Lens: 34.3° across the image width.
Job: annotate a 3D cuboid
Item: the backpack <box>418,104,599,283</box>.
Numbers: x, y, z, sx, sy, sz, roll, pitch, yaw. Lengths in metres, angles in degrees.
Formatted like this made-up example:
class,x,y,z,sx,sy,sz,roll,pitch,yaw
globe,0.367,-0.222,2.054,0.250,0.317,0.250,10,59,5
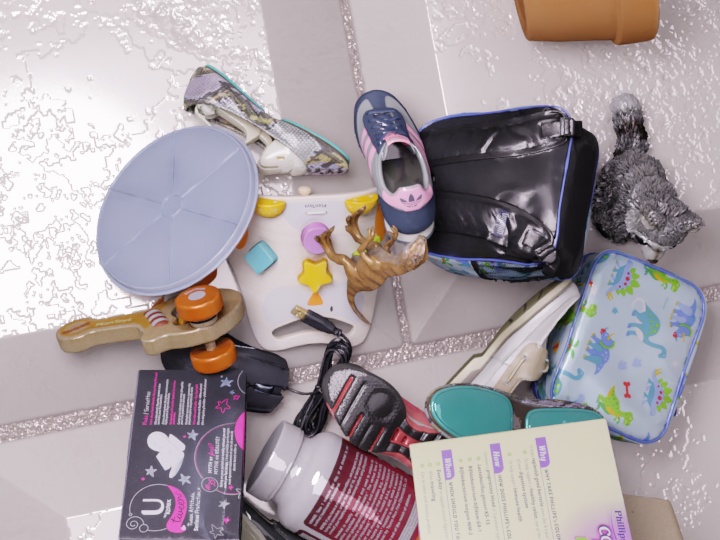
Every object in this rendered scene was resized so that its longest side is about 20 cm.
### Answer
class,x,y,z,sx,sy,sz,roll,pitch,yaw
backpack,0.151,-0.075,1.266,0.199,0.147,0.184,3,77,31

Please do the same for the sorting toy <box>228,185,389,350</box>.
class,x,y,z,sx,sy,sz,roll,pitch,yaw
sorting toy,-0.053,-0.002,1.275,0.199,0.107,0.181,-4,106,-11

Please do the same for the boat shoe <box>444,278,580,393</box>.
class,x,y,z,sx,sy,sz,roll,pitch,yaw
boat shoe,0.176,0.092,1.292,0.068,0.075,0.200,44,104,3

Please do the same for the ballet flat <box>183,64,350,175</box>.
class,x,y,z,sx,sy,sz,roll,pitch,yaw
ballet flat,-0.109,-0.144,1.273,0.200,0.072,0.072,33,81,0

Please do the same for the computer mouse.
class,x,y,z,sx,sy,sz,roll,pitch,yaw
computer mouse,-0.108,0.094,1.246,0.199,0.046,0.141,26,105,-7

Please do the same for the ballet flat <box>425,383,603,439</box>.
class,x,y,z,sx,sy,sz,roll,pitch,yaw
ballet flat,0.158,0.165,1.237,0.199,0.072,0.073,10,85,-10

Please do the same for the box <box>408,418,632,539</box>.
class,x,y,z,sx,sy,sz,roll,pitch,yaw
box,0.156,0.255,1.132,0.199,0.097,0.177,-9,56,4

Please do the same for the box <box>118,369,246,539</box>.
class,x,y,z,sx,sy,sz,roll,pitch,yaw
box,-0.173,0.214,1.157,0.114,0.133,0.201,2,46,-4

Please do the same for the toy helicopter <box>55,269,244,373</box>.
class,x,y,z,sx,sy,sz,roll,pitch,yaw
toy helicopter,-0.217,0.049,1.213,0.199,0.132,0.079,-9,117,7

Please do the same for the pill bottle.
class,x,y,z,sx,sy,sz,roll,pitch,yaw
pill bottle,-0.015,0.244,1.242,0.199,0.113,0.113,30,82,-8

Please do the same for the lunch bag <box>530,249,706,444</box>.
class,x,y,z,sx,sy,sz,roll,pitch,yaw
lunch bag,0.297,0.090,1.326,0.160,0.082,0.201,21,83,-7

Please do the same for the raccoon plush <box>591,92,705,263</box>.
class,x,y,z,sx,sy,sz,roll,pitch,yaw
raccoon plush,0.315,-0.108,1.315,0.096,0.134,0.201,-15,89,-10

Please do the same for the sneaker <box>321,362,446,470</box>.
class,x,y,z,sx,sy,sz,roll,pitch,yaw
sneaker,0.033,0.171,1.267,0.200,0.087,0.074,38,85,-14

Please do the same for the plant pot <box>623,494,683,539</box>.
class,x,y,z,sx,sy,sz,roll,pitch,yaw
plant pot,0.244,0.332,1.255,0.198,0.200,0.178,9,72,-10

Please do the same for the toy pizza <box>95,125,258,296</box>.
class,x,y,z,sx,sy,sz,roll,pitch,yaw
toy pizza,-0.190,-0.061,1.225,0.199,0.032,0.201,-13,59,22

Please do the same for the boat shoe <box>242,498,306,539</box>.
class,x,y,z,sx,sy,sz,roll,pitch,yaw
boat shoe,-0.090,0.303,1.259,0.200,0.072,0.068,43,42,2

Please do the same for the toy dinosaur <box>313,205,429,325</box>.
class,x,y,z,sx,sy,sz,roll,pitch,yaw
toy dinosaur,0.000,0.000,1.196,0.060,0.200,0.107,-31,87,-27

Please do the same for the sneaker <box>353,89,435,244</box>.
class,x,y,z,sx,sy,sz,roll,pitch,yaw
sneaker,0.038,-0.128,1.209,0.070,0.082,0.201,-14,56,-7

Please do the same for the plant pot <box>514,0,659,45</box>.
class,x,y,z,sx,sy,sz,roll,pitch,yaw
plant pot,0.239,-0.339,1.298,0.139,0.200,0.201,-13,89,5
